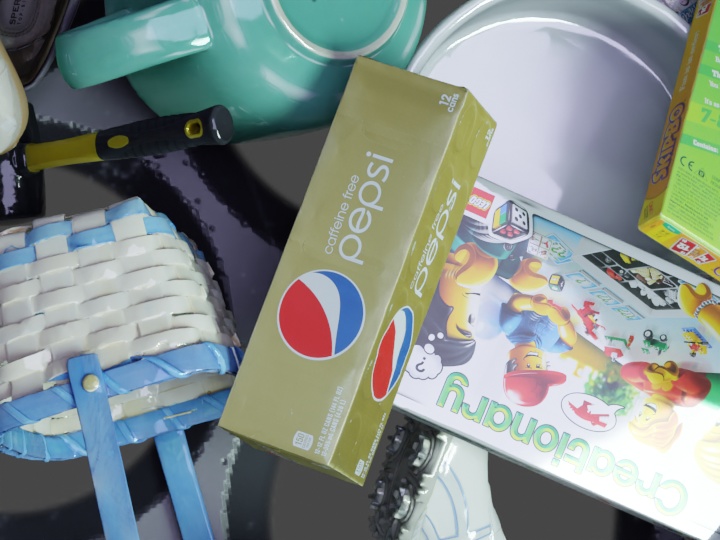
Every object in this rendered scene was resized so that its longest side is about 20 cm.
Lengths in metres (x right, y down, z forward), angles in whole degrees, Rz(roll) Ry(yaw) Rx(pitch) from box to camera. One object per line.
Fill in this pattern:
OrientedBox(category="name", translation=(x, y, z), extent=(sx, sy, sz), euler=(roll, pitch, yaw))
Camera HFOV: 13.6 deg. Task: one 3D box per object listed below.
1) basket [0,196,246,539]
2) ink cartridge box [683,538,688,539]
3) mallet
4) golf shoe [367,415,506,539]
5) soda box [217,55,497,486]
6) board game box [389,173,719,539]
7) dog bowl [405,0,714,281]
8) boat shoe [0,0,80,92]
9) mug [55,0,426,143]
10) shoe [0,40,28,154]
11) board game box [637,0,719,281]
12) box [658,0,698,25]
OrientedBox(category="basket", translation=(-0.116, 0.076, 1.535), extent=(0.138, 0.176, 0.201), euler=(-20, 75, 5))
OrientedBox(category="ink cartridge box", translation=(0.170, 0.238, 1.573), extent=(0.084, 0.145, 0.200), euler=(35, 81, -4))
OrientedBox(category="mallet", translation=(-0.135, -0.053, 1.539), extent=(0.041, 0.199, 0.066), euler=(-6, 97, -44))
OrientedBox(category="golf shoe", translation=(0.051, 0.147, 1.605), extent=(0.097, 0.078, 0.201), euler=(17, 92, -13))
OrientedBox(category="soda box", translation=(0.000, 0.000, 1.502), extent=(0.064, 0.068, 0.201), euler=(18, 82, 18))
OrientedBox(category="board game box", translation=(0.119, 0.048, 1.558), extent=(0.199, 0.035, 0.127), euler=(23, 84, -8))
OrientedBox(category="dog bowl", translation=(0.104, -0.054, 1.621), extent=(0.199, 0.079, 0.201), euler=(1, 85, -9))
OrientedBox(category="boat shoe", translation=(-0.164, -0.177, 1.536), extent=(0.072, 0.201, 0.065), euler=(-4, 46, -21))
OrientedBox(category="mug", translation=(-0.049, -0.134, 1.557), extent=(0.152, 0.114, 0.186), euler=(42, 66, -24))
OrientedBox(category="shoe", translation=(-0.229, -0.144, 1.514), extent=(0.070, 0.053, 0.201), euler=(-24, 101, 22))
OrientedBox(category="board game box", translation=(0.209, -0.083, 1.584), extent=(0.095, 0.030, 0.201), euler=(31, 59, -20))
OrientedBox(category="box", translation=(0.233, -0.169, 1.670), extent=(0.200, 0.041, 0.156), euler=(41, 81, -3))
